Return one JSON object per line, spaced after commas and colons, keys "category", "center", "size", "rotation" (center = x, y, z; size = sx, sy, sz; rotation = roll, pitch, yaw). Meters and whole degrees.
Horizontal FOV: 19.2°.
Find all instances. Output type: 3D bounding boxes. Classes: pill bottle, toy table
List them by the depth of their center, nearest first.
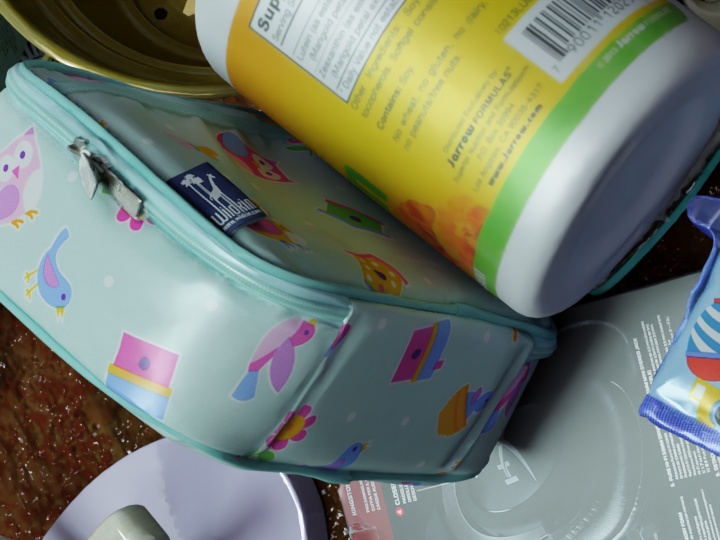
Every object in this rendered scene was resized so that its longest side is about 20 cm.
{"category": "pill bottle", "center": [0.016, -0.086, 0.714], "size": [0.200, 0.111, 0.111], "rotation": [39, 110, 18]}
{"category": "toy table", "center": [-0.114, 0.156, 0.896], "size": [0.183, 0.117, 0.201], "rotation": [36, 110, 22]}

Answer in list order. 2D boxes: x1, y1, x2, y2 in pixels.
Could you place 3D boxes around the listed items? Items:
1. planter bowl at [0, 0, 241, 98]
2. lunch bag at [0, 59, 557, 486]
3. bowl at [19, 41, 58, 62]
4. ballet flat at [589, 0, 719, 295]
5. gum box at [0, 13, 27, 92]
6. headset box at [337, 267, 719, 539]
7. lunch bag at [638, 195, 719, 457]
{"category": "planter bowl", "center": [-0.056, -0.143, 0.843], "size": [0.199, 0.084, 0.202], "rotation": [-1, 69, 2]}
{"category": "lunch bag", "center": [-0.037, -0.003, 0.719], "size": [0.160, 0.199, 0.077], "rotation": [42, 106, 32]}
{"category": "bowl", "center": [-0.194, -0.066, 0.920], "size": [0.199, 0.094, 0.202], "rotation": [-12, 45, 12]}
{"category": "ballet flat", "center": [0.123, -0.083, 0.768], "size": [0.064, 0.076, 0.200], "rotation": [38, 100, -14]}
{"category": "gum box", "center": [-0.210, -0.124, 0.883], "size": [0.169, 0.201, 0.045], "rotation": [-5, 135, 20]}
{"category": "headset box", "center": [0.081, 0.091, 0.808], "size": [0.199, 0.077, 0.150], "rotation": [-18, 84, 29]}
{"category": "lunch bag", "center": [0.200, 0.020, 0.701], "size": [0.199, 0.094, 0.151], "rotation": [28, 91, 17]}
